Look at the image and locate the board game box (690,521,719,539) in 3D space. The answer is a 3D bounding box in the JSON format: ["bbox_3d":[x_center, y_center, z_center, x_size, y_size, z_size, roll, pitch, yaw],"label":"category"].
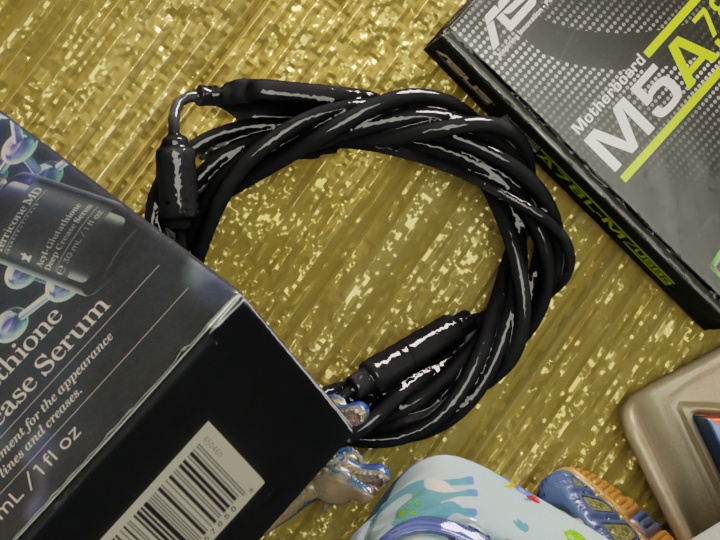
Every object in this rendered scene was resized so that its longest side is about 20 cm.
[{"bbox_3d":[0.232,0.179,0.876,0.147,0.064,0.202,-22,94,-42],"label":"board game box"}]

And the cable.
[{"bbox_3d":[0.000,0.000,0.927,0.198,0.051,0.165,7,85,-10],"label":"cable"}]

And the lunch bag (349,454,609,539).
[{"bbox_3d":[0.041,0.190,0.865,0.160,0.083,0.201,32,113,-6],"label":"lunch bag"}]

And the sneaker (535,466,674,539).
[{"bbox_3d":[0.126,0.185,0.923,0.088,0.075,0.201,-41,75,25],"label":"sneaker"}]

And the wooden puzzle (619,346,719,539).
[{"bbox_3d":[0.244,0.102,0.964,0.199,0.046,0.186,-27,91,-11],"label":"wooden puzzle"}]

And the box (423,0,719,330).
[{"bbox_3d":[0.164,-0.109,0.965,0.193,0.047,0.200,45,79,-7],"label":"box"}]

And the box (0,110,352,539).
[{"bbox_3d":[-0.130,0.045,0.820,0.149,0.200,0.107,-48,139,-9],"label":"box"}]

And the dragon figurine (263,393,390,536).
[{"bbox_3d":[-0.081,0.110,0.892,0.199,0.099,0.059,-19,104,28],"label":"dragon figurine"}]
